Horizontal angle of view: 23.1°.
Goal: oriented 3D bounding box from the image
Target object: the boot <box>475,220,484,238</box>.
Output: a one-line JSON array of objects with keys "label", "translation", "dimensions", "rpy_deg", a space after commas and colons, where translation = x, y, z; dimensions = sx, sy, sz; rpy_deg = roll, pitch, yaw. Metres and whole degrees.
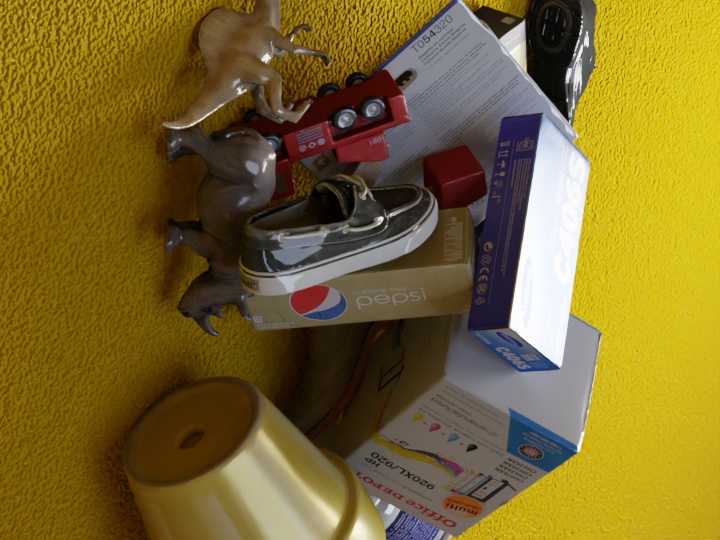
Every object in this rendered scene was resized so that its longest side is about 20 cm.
[{"label": "boot", "translation": [0.119, -0.046, 1.665], "dimensions": [0.162, 0.073, 0.198], "rpy_deg": [-46, 143, -16]}]

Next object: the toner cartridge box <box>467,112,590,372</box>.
[{"label": "toner cartridge box", "translation": [0.145, -0.024, 1.496], "dimensions": [0.095, 0.043, 0.200], "rpy_deg": [36, 57, -47]}]

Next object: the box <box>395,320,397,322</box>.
[{"label": "box", "translation": [0.100, 0.129, 1.780], "dimensions": [0.119, 0.041, 0.200], "rpy_deg": [-13, 87, -52]}]

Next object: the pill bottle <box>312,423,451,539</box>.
[{"label": "pill bottle", "translation": [0.010, 0.219, 1.734], "dimensions": [0.116, 0.116, 0.200], "rpy_deg": [-62, 149, -5]}]

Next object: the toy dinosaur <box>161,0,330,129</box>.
[{"label": "toy dinosaur", "translation": [-0.088, -0.155, 1.376], "dimensions": [0.101, 0.058, 0.200], "rpy_deg": [37, 60, -17]}]

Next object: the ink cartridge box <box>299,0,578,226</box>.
[{"label": "ink cartridge box", "translation": [0.061, -0.119, 1.541], "dimensions": [0.196, 0.043, 0.200], "rpy_deg": [-41, 126, 7]}]

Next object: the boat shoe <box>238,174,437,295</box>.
[{"label": "boat shoe", "translation": [-0.012, -0.040, 1.403], "dimensions": [0.200, 0.071, 0.064], "rpy_deg": [-25, 128, -39]}]

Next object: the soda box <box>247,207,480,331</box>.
[{"label": "soda box", "translation": [0.000, 0.000, 1.494], "dimensions": [0.068, 0.200, 0.064], "rpy_deg": [71, 19, -48]}]

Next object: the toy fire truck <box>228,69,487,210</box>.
[{"label": "toy fire truck", "translation": [-0.002, -0.091, 1.479], "dimensions": [0.200, 0.049, 0.141], "rpy_deg": [-20, 128, -7]}]

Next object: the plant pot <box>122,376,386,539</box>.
[{"label": "plant pot", "translation": [-0.104, 0.199, 1.501], "dimensions": [0.201, 0.201, 0.189], "rpy_deg": [-48, 128, -26]}]

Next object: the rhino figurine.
[{"label": "rhino figurine", "translation": [-0.112, -0.029, 1.404], "dimensions": [0.060, 0.087, 0.200], "rpy_deg": [-98, -169, -58]}]

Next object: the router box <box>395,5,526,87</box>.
[{"label": "router box", "translation": [0.081, -0.133, 1.663], "dimensions": [0.200, 0.052, 0.157], "rpy_deg": [-41, 140, -34]}]

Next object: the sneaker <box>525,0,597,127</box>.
[{"label": "sneaker", "translation": [0.203, -0.190, 1.791], "dimensions": [0.091, 0.076, 0.200], "rpy_deg": [-19, 128, -57]}]

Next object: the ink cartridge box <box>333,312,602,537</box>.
[{"label": "ink cartridge box", "translation": [0.093, 0.118, 1.592], "dimensions": [0.200, 0.147, 0.145], "rpy_deg": [-44, -158, 46]}]

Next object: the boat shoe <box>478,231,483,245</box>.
[{"label": "boat shoe", "translation": [0.155, 0.019, 1.639], "dimensions": [0.070, 0.071, 0.200], "rpy_deg": [-34, 138, -23]}]

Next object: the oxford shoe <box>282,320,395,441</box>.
[{"label": "oxford shoe", "translation": [-0.032, 0.067, 1.639], "dimensions": [0.075, 0.070, 0.200], "rpy_deg": [30, 87, -31]}]
